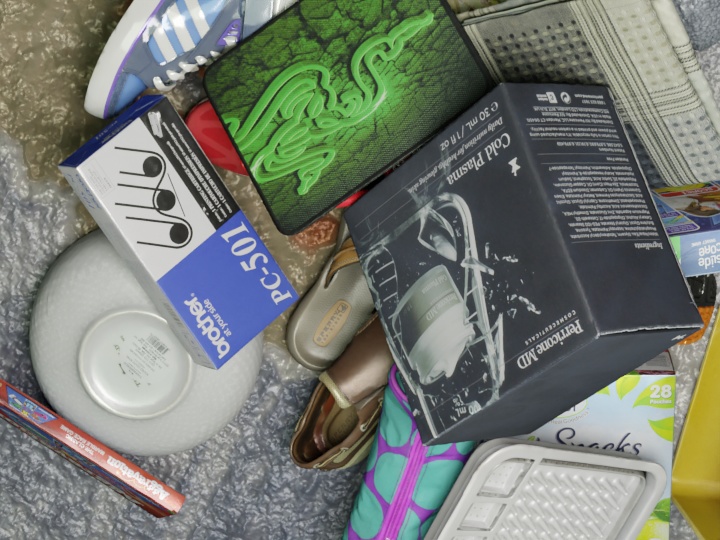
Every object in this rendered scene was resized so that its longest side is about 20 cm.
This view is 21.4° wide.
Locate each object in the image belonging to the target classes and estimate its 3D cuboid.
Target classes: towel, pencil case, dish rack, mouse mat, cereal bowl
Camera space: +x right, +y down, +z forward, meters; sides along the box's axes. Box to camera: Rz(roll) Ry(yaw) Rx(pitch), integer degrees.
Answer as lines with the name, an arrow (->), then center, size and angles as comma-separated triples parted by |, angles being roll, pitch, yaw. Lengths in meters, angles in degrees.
towel -> 0.167, -0.133, 1.432 | 0.192, 0.035, 0.200 | -7, 134, 34
pencil case -> 0.042, 0.162, 1.520 | 0.085, 0.093, 0.201 | 18, 122, 4
dish rack -> 0.134, 0.203, 1.516 | 0.199, 0.044, 0.172 | 11, 116, -35
mouse mat -> -0.013, -0.141, 1.429 | 0.200, 0.008, 0.161 | -35, 67, 15
cereal bowl -> -0.181, 0.065, 1.576 | 0.199, 0.083, 0.201 | 1, 106, 3

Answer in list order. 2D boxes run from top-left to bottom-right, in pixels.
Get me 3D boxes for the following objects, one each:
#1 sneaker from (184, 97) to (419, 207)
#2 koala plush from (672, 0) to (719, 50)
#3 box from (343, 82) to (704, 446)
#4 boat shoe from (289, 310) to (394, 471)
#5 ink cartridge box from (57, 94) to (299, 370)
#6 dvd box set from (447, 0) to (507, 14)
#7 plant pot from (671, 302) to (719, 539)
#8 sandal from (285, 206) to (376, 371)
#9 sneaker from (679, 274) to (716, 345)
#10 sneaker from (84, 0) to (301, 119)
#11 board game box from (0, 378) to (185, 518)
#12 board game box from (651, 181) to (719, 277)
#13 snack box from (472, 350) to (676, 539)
sneaker -> -0.056, -0.098, 1.492 | 0.199, 0.115, 0.079 | 8, 99, 13
koala plush -> 0.242, -0.251, 1.434 | 0.176, 0.184, 0.201 | -4, 118, 4
box -> 0.114, -0.003, 1.391 | 0.200, 0.123, 0.198 | -38, 65, 43
boat shoe -> 0.005, 0.092, 1.546 | 0.075, 0.075, 0.203 | 47, 125, 28
ink cartridge box -> -0.140, -0.029, 1.495 | 0.094, 0.044, 0.200 | -42, 113, -20
dvd box set -> 0.095, -0.237, 1.442 | 0.200, 0.029, 0.146 | 42, 142, 6
plant pot -> 0.380, 0.141, 1.529 | 0.175, 0.200, 0.201 | 10, 106, -13
sandal -> 0.000, 0.000, 1.563 | 0.081, 0.055, 0.201 | 32, 104, -7
sneaker -> 0.200, 0.008, 1.542 | 0.199, 0.092, 0.076 | 14, 93, -34
sneaker -> -0.111, -0.174, 1.504 | 0.146, 0.081, 0.201 | 33, 99, -3
board game box -> -0.240, 0.145, 1.593 | 0.199, 0.103, 0.020 | 34, 76, -7
board game box -> 0.299, -0.041, 1.474 | 0.199, 0.135, 0.035 | -8, 109, -10
snack box -> 0.159, 0.152, 1.594 | 0.199, 0.068, 0.170 | 1, 108, 1
